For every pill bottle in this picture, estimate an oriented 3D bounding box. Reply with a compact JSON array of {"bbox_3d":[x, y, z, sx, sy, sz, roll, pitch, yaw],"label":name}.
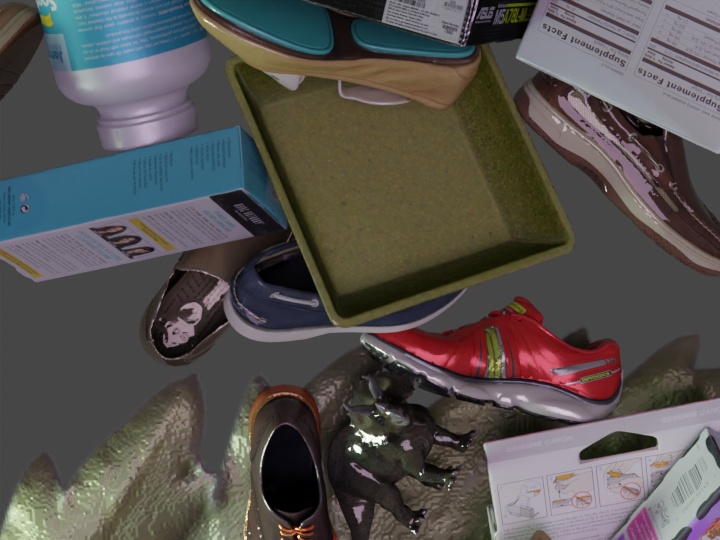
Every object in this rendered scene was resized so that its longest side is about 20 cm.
[{"bbox_3d":[-0.165,-0.187,1.242,0.110,0.111,0.201,-12,105,0],"label":"pill bottle"}]

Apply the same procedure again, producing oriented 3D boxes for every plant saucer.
[{"bbox_3d":[0.023,-0.070,1.260,0.199,0.048,0.200,-18,78,-26],"label":"plant saucer"}]

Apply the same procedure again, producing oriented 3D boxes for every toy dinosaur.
[{"bbox_3d":[0.019,0.137,1.355,0.102,0.077,0.200,30,141,-1],"label":"toy dinosaur"}]

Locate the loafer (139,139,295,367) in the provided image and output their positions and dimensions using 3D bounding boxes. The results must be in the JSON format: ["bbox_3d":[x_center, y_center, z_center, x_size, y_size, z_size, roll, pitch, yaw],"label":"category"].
[{"bbox_3d":[-0.092,-0.008,1.316,0.076,0.067,0.200,28,102,-10],"label":"loafer"}]

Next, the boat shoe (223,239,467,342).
[{"bbox_3d":[0.000,0.000,1.290,0.199,0.075,0.062,-5,150,-26],"label":"boat shoe"}]

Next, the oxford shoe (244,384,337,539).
[{"bbox_3d":[-0.055,0.191,1.369,0.071,0.073,0.201,-7,105,-1],"label":"oxford shoe"}]

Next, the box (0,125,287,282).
[{"bbox_3d":[-0.158,-0.044,1.264,0.199,0.082,0.049,-11,68,16],"label":"box"}]

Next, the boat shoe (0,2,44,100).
[{"bbox_3d":[-0.303,-0.123,1.271,0.200,0.073,0.063,-42,84,9],"label":"boat shoe"}]

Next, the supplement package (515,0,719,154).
[{"bbox_3d":[0.223,-0.206,1.191,0.150,0.152,0.201,27,111,15],"label":"supplement package"}]

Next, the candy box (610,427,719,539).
[{"bbox_3d":[0.266,0.241,1.354,0.167,0.072,0.200,29,111,-20],"label":"candy box"}]

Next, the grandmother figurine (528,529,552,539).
[{"bbox_3d":[0.070,0.263,1.373,0.200,0.061,0.121,-36,94,31],"label":"grandmother figurine"}]

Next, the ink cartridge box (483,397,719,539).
[{"bbox_3d":[0.195,0.173,1.376,0.199,0.045,0.177,-10,117,-1],"label":"ink cartridge box"}]

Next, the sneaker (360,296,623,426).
[{"bbox_3d":[0.098,0.058,1.354,0.199,0.077,0.085,14,84,-8],"label":"sneaker"}]

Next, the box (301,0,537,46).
[{"bbox_3d":[0.007,-0.192,1.178,0.199,0.193,0.048,19,107,16],"label":"box"}]

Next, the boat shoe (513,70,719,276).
[{"bbox_3d":[0.205,-0.080,1.307,0.202,0.075,0.075,40,108,-12],"label":"boat shoe"}]

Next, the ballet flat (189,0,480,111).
[{"bbox_3d":[-0.020,-0.141,1.206,0.199,0.069,0.063,10,133,-13],"label":"ballet flat"}]
